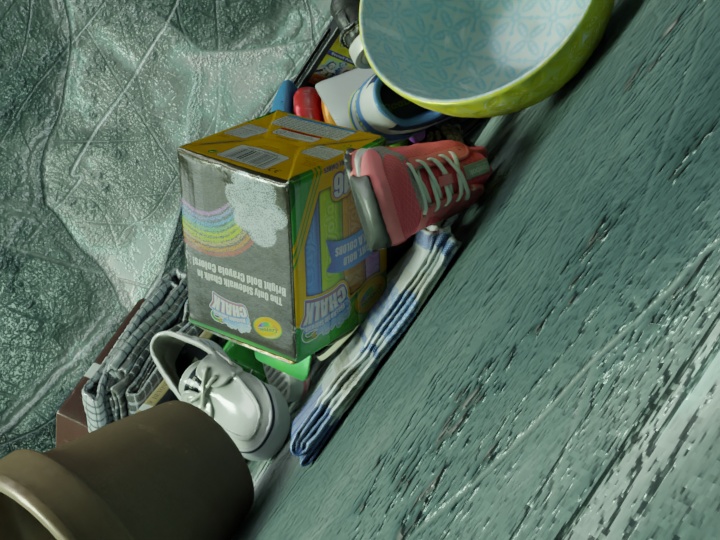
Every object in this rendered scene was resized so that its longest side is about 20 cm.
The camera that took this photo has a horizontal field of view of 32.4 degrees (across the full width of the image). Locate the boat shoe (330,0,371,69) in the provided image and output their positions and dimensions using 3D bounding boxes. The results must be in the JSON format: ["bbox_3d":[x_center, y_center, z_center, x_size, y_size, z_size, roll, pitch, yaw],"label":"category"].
[{"bbox_3d":[0.059,-0.226,1.077,0.199,0.061,0.074,-21,-16,-33],"label":"boat shoe"}]

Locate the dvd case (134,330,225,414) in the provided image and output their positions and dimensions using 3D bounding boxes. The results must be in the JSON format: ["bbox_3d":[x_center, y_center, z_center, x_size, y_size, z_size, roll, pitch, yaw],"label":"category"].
[{"bbox_3d":[-0.188,0.154,1.297,0.200,0.016,0.149,-56,-21,-55],"label":"dvd case"}]

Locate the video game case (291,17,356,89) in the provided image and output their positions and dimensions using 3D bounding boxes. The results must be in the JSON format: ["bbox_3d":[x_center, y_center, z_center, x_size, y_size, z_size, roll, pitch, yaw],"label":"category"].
[{"bbox_3d":[0.031,-0.183,1.293,0.181,0.199,0.026,-51,35,34],"label":"video game case"}]

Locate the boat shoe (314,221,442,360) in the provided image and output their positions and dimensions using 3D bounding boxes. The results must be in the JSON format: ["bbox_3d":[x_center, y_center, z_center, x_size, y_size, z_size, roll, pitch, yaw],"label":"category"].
[{"bbox_3d":[0.001,-0.001,1.112,0.202,0.063,0.074,-54,8,32],"label":"boat shoe"}]

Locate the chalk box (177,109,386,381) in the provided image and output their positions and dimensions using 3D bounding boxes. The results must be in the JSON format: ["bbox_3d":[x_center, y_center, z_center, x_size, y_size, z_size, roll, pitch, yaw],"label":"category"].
[{"bbox_3d":[-0.059,-0.011,1.010,0.124,0.124,0.201,-30,-51,-45],"label":"chalk box"}]

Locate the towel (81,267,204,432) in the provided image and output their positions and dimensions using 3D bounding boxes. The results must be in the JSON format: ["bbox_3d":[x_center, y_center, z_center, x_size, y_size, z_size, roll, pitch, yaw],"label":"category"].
[{"bbox_3d":[-0.215,0.122,1.352,0.166,0.085,0.200,95,-161,-45],"label":"towel"}]

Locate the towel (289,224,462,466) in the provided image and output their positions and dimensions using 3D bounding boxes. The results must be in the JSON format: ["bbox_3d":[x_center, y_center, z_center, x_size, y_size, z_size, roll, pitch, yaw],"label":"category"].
[{"bbox_3d":[0.007,0.048,0.939,0.200,0.024,0.147,-55,4,3],"label":"towel"}]

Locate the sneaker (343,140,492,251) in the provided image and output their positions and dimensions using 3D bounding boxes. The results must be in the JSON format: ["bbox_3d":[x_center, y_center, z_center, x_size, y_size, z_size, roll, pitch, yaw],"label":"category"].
[{"bbox_3d":[0.048,-0.069,0.902,0.086,0.074,0.200,-15,8,17],"label":"sneaker"}]

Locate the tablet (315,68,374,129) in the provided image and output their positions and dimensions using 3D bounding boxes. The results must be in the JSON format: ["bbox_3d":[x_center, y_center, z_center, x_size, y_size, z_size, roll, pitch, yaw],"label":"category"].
[{"bbox_3d":[0.062,-0.182,1.131,0.199,0.014,0.130,-21,30,-3],"label":"tablet"}]

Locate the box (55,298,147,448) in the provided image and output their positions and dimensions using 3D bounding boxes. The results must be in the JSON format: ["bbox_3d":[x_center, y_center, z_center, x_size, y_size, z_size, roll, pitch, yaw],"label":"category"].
[{"bbox_3d":[-0.252,0.179,1.519,0.200,0.165,0.165,-60,-8,-40],"label":"box"}]

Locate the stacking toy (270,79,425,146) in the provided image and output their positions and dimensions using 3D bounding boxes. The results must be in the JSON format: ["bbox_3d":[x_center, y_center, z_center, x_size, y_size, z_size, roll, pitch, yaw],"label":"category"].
[{"bbox_3d":[0.023,-0.151,1.199,0.199,0.110,0.116,-21,32,14],"label":"stacking toy"}]

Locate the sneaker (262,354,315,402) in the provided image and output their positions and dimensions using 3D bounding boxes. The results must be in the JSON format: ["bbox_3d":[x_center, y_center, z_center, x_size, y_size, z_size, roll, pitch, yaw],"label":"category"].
[{"bbox_3d":[-0.054,0.048,1.226,0.201,0.104,0.076,-116,26,-52],"label":"sneaker"}]

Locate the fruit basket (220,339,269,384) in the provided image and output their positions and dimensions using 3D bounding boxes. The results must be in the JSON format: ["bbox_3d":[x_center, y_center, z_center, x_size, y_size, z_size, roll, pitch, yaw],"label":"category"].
[{"bbox_3d":[-0.129,0.155,1.300,0.185,0.093,0.201,-65,-5,-65],"label":"fruit basket"}]

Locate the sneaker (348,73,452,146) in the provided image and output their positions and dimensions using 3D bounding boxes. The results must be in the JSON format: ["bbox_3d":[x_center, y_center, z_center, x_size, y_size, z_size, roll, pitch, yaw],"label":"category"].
[{"bbox_3d":[0.085,-0.166,1.034,0.199,0.074,0.082,-30,-2,-3],"label":"sneaker"}]

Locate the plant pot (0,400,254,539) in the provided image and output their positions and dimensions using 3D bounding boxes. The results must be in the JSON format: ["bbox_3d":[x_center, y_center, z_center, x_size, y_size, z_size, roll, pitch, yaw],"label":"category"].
[{"bbox_3d":[-0.181,0.197,0.978,0.174,0.200,0.200,-36,-8,-37],"label":"plant pot"}]

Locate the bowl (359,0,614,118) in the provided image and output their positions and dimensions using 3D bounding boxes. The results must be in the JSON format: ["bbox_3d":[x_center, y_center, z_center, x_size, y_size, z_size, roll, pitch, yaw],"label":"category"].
[{"bbox_3d":[0.109,-0.193,0.929,0.201,0.200,0.108,-55,-37,4],"label":"bowl"}]

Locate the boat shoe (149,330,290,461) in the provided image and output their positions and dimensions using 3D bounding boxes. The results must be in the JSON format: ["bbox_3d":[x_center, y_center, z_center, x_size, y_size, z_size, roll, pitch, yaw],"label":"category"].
[{"bbox_3d":[-0.136,0.108,1.149,0.072,0.066,0.200,-57,39,7],"label":"boat shoe"}]

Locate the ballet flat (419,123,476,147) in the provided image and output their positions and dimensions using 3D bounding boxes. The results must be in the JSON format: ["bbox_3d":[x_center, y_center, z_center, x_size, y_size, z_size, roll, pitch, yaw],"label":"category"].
[{"bbox_3d":[0.063,-0.102,1.108,0.067,0.047,0.200,-13,4,-7],"label":"ballet flat"}]

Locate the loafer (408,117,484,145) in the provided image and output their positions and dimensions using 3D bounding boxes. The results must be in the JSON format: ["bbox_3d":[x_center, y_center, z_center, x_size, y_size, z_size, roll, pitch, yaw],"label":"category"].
[{"bbox_3d":[0.067,-0.151,1.252,0.200,0.072,0.063,-39,-3,29],"label":"loafer"}]
